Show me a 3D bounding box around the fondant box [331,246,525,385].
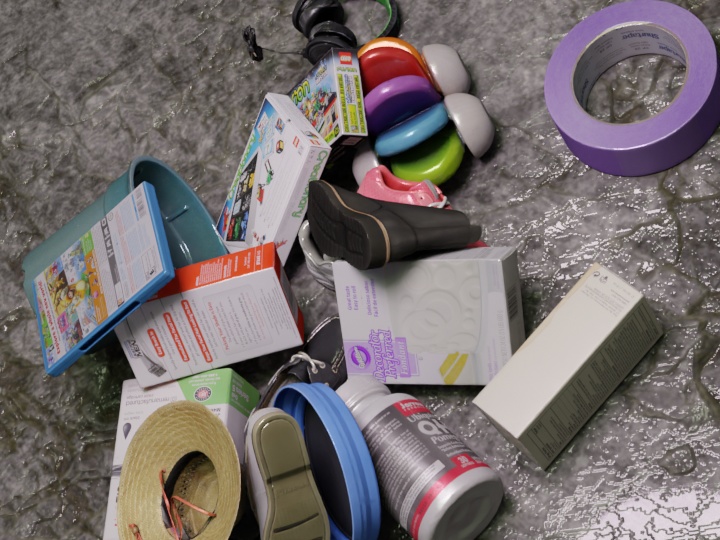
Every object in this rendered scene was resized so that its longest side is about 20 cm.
[{"bbox_3d":[0.077,0.051,1.675,0.200,0.058,0.144,-1,106,25],"label":"fondant box"}]

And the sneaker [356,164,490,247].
[{"bbox_3d":[0.078,-0.056,1.732,0.200,0.074,0.087,25,115,17],"label":"sneaker"}]

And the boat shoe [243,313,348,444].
[{"bbox_3d":[-0.067,0.130,1.745,0.074,0.060,0.200,29,79,33],"label":"boat shoe"}]

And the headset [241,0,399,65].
[{"bbox_3d":[-0.050,-0.315,1.948,0.200,0.094,0.124,-21,57,0],"label":"headset"}]

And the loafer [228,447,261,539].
[{"bbox_3d":[-0.114,0.284,1.652,0.068,0.070,0.201,-20,67,53],"label":"loafer"}]

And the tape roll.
[{"bbox_3d":[0.316,-0.211,1.746,0.200,0.066,0.200,-10,61,19],"label":"tape roll"}]

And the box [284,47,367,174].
[{"bbox_3d":[-0.054,-0.176,1.825,0.200,0.035,0.110,-35,58,59],"label":"box"}]

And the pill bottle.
[{"bbox_3d":[0.049,0.202,1.624,0.111,0.111,0.200,-46,56,-4],"label":"pill bottle"}]

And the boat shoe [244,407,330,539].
[{"bbox_3d":[-0.080,0.242,1.604,0.075,0.068,0.200,-8,98,-17],"label":"boat shoe"}]

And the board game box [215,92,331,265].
[{"bbox_3d":[-0.108,-0.095,1.819,0.126,0.035,0.200,53,129,44],"label":"board game box"}]

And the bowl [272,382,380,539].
[{"bbox_3d":[-0.037,0.214,1.619,0.039,0.201,0.201,-15,52,-23],"label":"bowl"}]

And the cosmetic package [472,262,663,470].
[{"bbox_3d":[0.221,0.102,1.604,0.200,0.104,0.073,-47,55,-5],"label":"cosmetic package"}]

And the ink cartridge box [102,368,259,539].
[{"bbox_3d":[-0.203,0.225,1.743,0.145,0.084,0.200,-8,61,20],"label":"ink cartridge box"}]

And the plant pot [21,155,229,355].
[{"bbox_3d":[-0.292,-0.006,1.849,0.196,0.200,0.200,-30,56,16],"label":"plant pot"}]

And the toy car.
[{"bbox_3d":[0.050,-0.193,1.805,0.175,0.150,0.200,-27,57,9],"label":"toy car"}]

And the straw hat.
[{"bbox_3d":[-0.168,0.241,1.616,0.201,0.085,0.201,-11,73,40],"label":"straw hat"}]

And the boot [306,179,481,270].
[{"bbox_3d":[0.031,-0.054,1.694,0.138,0.078,0.200,-9,27,-22],"label":"boot"}]

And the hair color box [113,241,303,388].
[{"bbox_3d":[-0.175,0.051,1.733,0.200,0.111,0.064,-16,30,6],"label":"hair color box"}]

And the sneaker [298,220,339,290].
[{"bbox_3d":[0.000,0.000,1.758,0.200,0.099,0.078,24,76,32],"label":"sneaker"}]

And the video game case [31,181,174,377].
[{"bbox_3d":[-0.293,0.010,1.711,0.200,0.018,0.143,-38,47,22],"label":"video game case"}]
